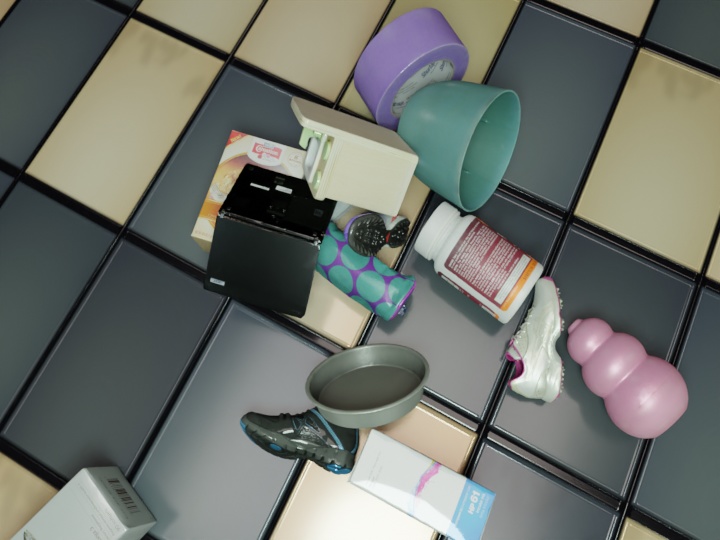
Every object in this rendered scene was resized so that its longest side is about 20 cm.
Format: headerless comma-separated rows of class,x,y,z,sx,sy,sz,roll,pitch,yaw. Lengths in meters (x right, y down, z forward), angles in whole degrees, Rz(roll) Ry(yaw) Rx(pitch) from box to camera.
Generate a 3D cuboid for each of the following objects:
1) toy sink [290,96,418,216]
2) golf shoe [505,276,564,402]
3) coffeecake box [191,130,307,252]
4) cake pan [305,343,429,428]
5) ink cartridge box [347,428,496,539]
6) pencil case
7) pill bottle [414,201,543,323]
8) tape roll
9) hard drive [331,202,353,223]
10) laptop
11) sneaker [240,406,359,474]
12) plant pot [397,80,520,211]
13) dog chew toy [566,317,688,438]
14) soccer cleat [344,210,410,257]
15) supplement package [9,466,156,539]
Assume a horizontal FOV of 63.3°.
toy sink,-0.028,-0.179,0.936,0.194,0.131,0.115,13,115,-23
golf shoe,0.285,0.108,0.957,0.088,0.076,0.207,3,72,7
coffeecake box,-0.182,-0.120,1.015,0.148,0.073,0.206,15,74,6
cake pan,0.012,0.176,0.900,0.193,0.201,0.038,-10,109,0
ink cartridge box,0.086,0.318,0.863,0.195,0.145,0.087,24,75,9
pencil case,0.000,0.000,0.993,0.197,0.086,0.093,35,57,13
pill bottle,0.194,-0.017,0.976,0.198,0.115,0.115,37,78,12
tape roll,0.090,-0.351,1.036,0.196,0.201,0.086,-32,74,-7
hard drive,-0.088,-0.138,1.070,0.199,0.026,0.133,-40,76,-10
laptop,-0.141,-0.054,0.952,0.171,0.105,0.204,16,49,2
sneaker,-0.096,0.259,0.937,0.194,0.074,0.084,18,58,2
plant pot,0.158,-0.229,1.005,0.159,0.202,0.203,29,75,30
dog chew toy,0.407,0.158,0.916,0.124,0.125,0.201,-38,67,-9
soccer cleat,0.015,-0.069,0.969,0.072,0.198,0.070,23,107,24
supplement package,-0.431,0.411,0.871,0.117,0.118,0.200,43,80,13
